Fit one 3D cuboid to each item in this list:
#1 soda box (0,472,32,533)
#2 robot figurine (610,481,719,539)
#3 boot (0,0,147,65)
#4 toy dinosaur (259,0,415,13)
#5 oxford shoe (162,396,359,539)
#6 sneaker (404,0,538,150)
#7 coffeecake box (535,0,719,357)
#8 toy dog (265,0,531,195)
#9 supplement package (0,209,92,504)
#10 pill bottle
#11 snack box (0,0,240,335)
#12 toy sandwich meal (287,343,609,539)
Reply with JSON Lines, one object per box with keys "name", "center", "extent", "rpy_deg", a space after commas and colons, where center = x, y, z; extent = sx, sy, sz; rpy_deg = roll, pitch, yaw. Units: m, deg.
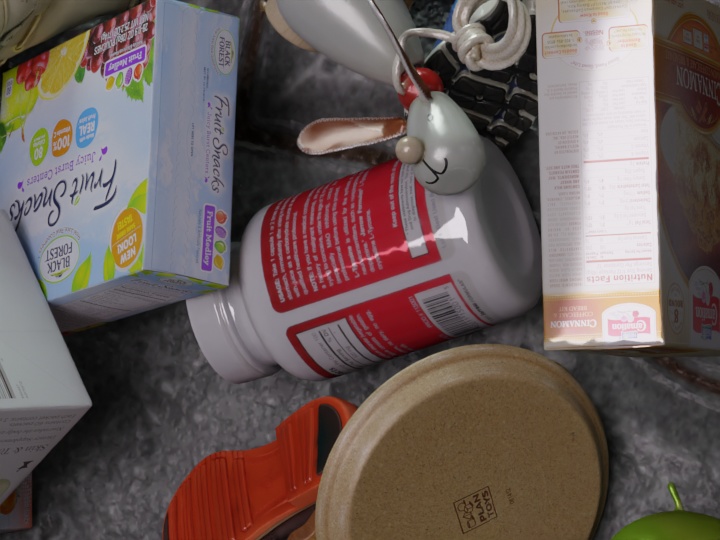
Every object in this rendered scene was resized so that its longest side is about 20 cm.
{"name": "soda box", "center": [-0.257, 0.070, 1.684], "extent": [0.063, 0.068, 0.202], "rpy_deg": [-3, 85, 33]}
{"name": "robot figurine", "center": [0.169, 0.226, 1.451], "extent": [0.175, 0.116, 0.201], "rpy_deg": [25, 97, 23]}
{"name": "boot", "center": [-0.210, -0.175, 1.660], "extent": [0.200, 0.155, 0.073], "rpy_deg": [-25, 87, 64]}
{"name": "toy dinosaur", "center": [0.020, -0.188, 1.572], "extent": [0.199, 0.058, 0.102], "rpy_deg": [1, 86, 51]}
{"name": "oxford shoe", "center": [-0.047, 0.142, 1.586], "extent": [0.199, 0.072, 0.072], "rpy_deg": [-29, 56, 41]}
{"name": "sneaker", "center": [0.092, -0.154, 1.540], "extent": [0.078, 0.089, 0.201], "rpy_deg": [28, 118, -9]}
{"name": "coffeecake box", "center": [0.158, -0.054, 1.453], "extent": [0.073, 0.153, 0.202], "rpy_deg": [-3, 86, 24]}
{"name": "toy dog", "center": [-0.005, -0.132, 1.477], "extent": [0.200, 0.096, 0.133], "rpy_deg": [38, 119, 44]}
{"name": "supplement package", "center": [-0.296, 0.080, 1.563], "extent": [0.200, 0.151, 0.151], "rpy_deg": [-45, 60, 34]}
{"name": "pill bottle", "center": [0.000, 0.000, 1.547], "extent": [0.199, 0.112, 0.113], "rpy_deg": [-19, 79, 23]}
{"name": "snack box", "center": [-0.153, -0.059, 1.588], "extent": [0.199, 0.067, 0.170], "rpy_deg": [-16, 68, 55]}
{"name": "toy sandwich meal", "center": [0.051, 0.131, 1.504], "extent": [0.206, 0.204, 0.070], "rpy_deg": [-64, 28, 8]}
